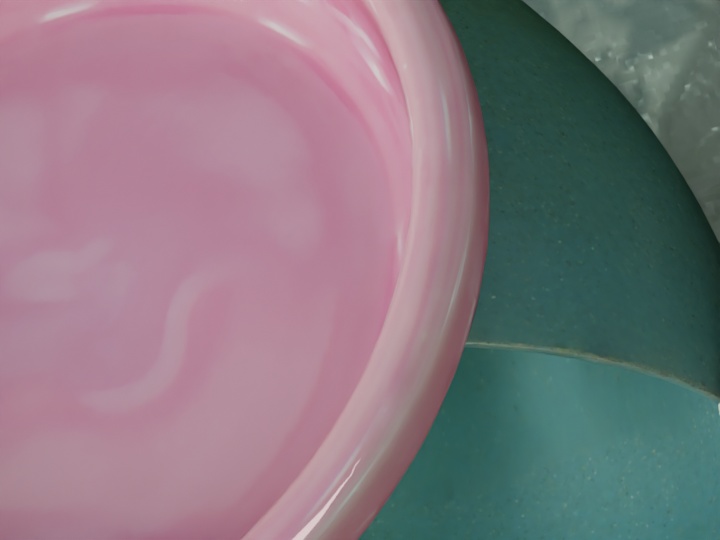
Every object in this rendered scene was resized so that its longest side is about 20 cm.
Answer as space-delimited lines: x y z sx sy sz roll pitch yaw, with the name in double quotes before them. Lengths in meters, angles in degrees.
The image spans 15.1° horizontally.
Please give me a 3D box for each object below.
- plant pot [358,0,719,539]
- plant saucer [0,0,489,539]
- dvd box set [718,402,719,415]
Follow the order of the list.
"plant pot" 0.000 0.000 0.685 0.199 0.200 0.135 -4 64 2
"plant saucer" -0.064 0.004 0.563 0.200 0.051 0.201 -10 61 19
"dvd box set" 0.161 -0.040 0.646 0.029 0.200 0.147 30 114 23
